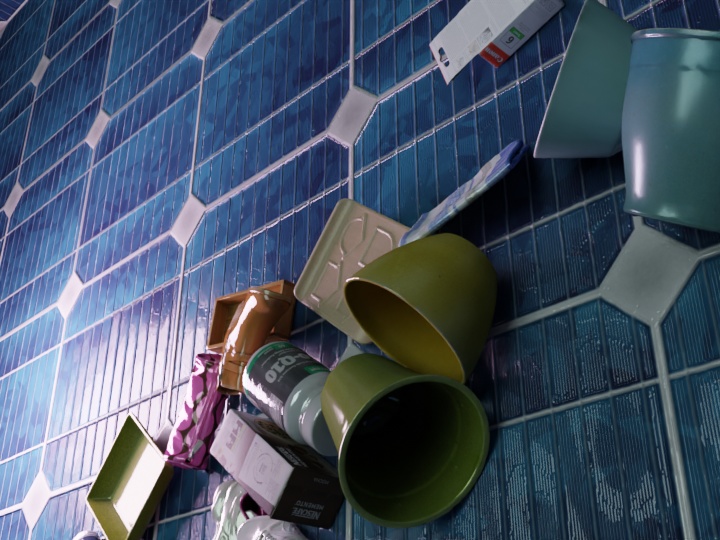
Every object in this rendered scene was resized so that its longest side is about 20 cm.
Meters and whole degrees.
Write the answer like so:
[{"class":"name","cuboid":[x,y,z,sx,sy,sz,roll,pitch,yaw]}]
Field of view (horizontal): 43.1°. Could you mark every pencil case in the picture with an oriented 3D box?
[{"class":"pencil case","cuboid":[-0.270,0.241,1.564,0.094,0.090,0.201,129,156,-80]}]

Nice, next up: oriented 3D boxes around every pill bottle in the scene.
[{"class":"pill bottle","cuboid":[-0.083,0.189,1.352,0.200,0.113,0.113,27,92,51]}]

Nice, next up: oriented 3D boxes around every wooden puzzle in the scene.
[{"class":"wooden puzzle","cuboid":[0.000,0.000,1.415,0.200,0.046,0.186,30,95,47]}]

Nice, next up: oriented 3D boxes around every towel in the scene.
[{"class":"towel","cuboid":[0.140,-0.102,1.252,0.200,0.024,0.147,-39,4,27]}]

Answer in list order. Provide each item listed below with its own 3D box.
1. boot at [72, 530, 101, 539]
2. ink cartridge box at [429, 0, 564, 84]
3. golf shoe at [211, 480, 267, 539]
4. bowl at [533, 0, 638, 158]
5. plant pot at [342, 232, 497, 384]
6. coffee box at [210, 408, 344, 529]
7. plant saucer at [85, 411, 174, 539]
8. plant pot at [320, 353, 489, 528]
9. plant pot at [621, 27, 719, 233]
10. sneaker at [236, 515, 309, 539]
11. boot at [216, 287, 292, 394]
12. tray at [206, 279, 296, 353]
[{"class":"boot","cuboid":[-0.546,0.591,1.705,0.200,0.073,0.090,-59,33,7]},{"class":"ink cartridge box","cuboid":[0.200,-0.369,1.370,0.200,0.050,0.109,-42,44,28]},{"class":"golf shoe","cuboid":[-0.184,0.412,1.385,0.091,0.075,0.201,-23,55,36]},{"class":"bowl","cuboid":[0.290,-0.216,1.099,0.105,0.201,0.202,20,86,11]},{"class":"plant pot","cuboid":[0.098,0.035,1.187,0.142,0.200,0.200,-47,33,-21]},{"class":"coffee box","cuboid":[-0.121,0.290,1.343,0.200,0.113,0.080,28,92,52]},{"class":"plant saucer","cuboid":[-0.417,0.394,1.682,0.200,0.048,0.201,32,96,52]},{"class":"plant pot","cuboid":[0.035,0.195,1.178,0.201,0.200,0.190,-62,25,4]},{"class":"plant pot","cuboid":[0.364,-0.137,0.960,0.200,0.199,0.189,22,103,52]},{"class":"sneaker","cuboid":[-0.111,0.391,1.284,0.200,0.080,0.071,10,79,41]},{"class":"boot","cuboid":[-0.172,0.116,1.449,0.200,0.073,0.155,140,147,-64]},{"class":"tray","cuboid":[-0.191,0.084,1.594,0.200,0.037,0.099,-15,60,45]}]
